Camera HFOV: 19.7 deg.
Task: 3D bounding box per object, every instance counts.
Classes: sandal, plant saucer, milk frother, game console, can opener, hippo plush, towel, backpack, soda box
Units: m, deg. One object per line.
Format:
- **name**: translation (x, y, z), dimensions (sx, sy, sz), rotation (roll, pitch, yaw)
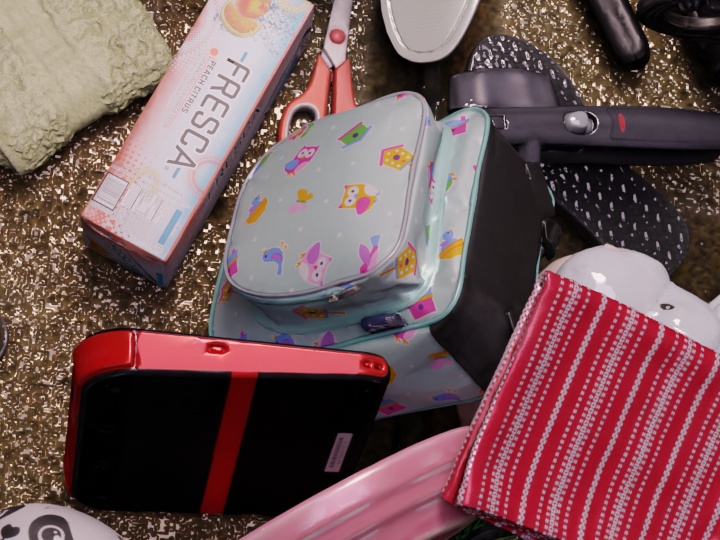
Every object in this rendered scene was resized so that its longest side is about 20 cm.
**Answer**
- **sandal**: translation (0.134, -0.068, 1.375), dimensions (0.075, 0.048, 0.201), rotation (-44, 98, -17)
- **plant saucer**: translation (-0.008, 0.159, 1.208), dimensions (0.200, 0.201, 0.051), rotation (-27, 79, -14)
- **milk frother**: translation (0.231, -0.232, 1.348), dimensions (0.180, 0.200, 0.189), rotation (-20, 79, -9)
- **game console**: translation (-0.084, 0.093, 1.216), dimensions (0.176, 0.200, 0.031), rotation (2, 60, -9)
- **can opener**: translation (0.153, -0.090, 1.324), dimensions (0.199, 0.063, 0.079), rotation (3, 83, -16)
- **hippo plush**: translation (0.154, 0.072, 1.277), dimensions (0.200, 0.161, 0.159), rotation (41, 73, 3)
- **towel**: translation (-0.224, -0.173, 1.346), dimensions (0.148, 0.036, 0.200), rotation (-34, 83, -16)
- **backpack**: translation (0.000, 0.000, 1.244), dimensions (0.153, 0.199, 0.176), rotation (38, 45, -33)
- **towel**: translation (0.154, 0.101, 1.181), dimensions (0.199, 0.022, 0.145), rotation (25, 88, -27)
- **soda box**: translation (-0.103, -0.092, 1.325), dimensions (0.063, 0.068, 0.201), rotation (29, 75, 3)

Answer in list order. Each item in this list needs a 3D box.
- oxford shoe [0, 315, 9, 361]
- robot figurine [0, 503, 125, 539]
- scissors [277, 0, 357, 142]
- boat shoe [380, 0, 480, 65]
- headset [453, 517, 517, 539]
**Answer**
- **oxford shoe**: translation (-0.308, 0.007, 1.263), dimensions (0.199, 0.084, 0.073), rotation (26, 72, -4)
- **robot figurine**: translation (-0.201, 0.234, 1.199), dimensions (0.150, 0.125, 0.201), rotation (26, 74, -5)
- **scissors**: translation (-0.024, -0.145, 1.381), dimensions (0.073, 0.014, 0.201), rotation (-2, 77, -9)
- **boat shoe**: translation (0.059, -0.226, 1.390), dimensions (0.075, 0.060, 0.201), rotation (8, 76, 14)
- **headset**: translation (0.141, 0.216, 1.260), dimensions (0.200, 0.123, 0.094), rotation (36, 45, -23)
